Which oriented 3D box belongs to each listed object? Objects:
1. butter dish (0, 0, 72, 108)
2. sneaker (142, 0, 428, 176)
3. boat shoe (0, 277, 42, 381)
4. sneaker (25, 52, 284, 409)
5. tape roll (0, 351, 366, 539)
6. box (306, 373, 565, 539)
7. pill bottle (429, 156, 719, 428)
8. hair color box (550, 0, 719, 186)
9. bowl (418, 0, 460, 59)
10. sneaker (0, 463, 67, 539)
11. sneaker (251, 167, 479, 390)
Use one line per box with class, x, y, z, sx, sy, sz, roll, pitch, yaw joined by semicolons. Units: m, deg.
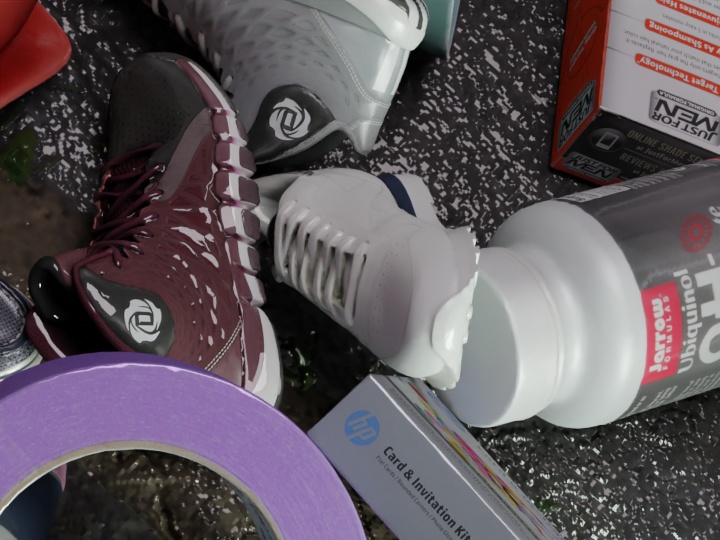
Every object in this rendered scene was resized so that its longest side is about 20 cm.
butter dish;-0.212;-0.173;1.311;0.200;0.148;0.199;43;31;3
sneaker;-0.073;-0.106;1.413;0.199;0.116;0.075;20;7;21
boat shoe;-0.220;-0.008;1.257;0.199;0.093;0.075;17;54;-17
sneaker;-0.105;-0.018;1.320;0.115;0.076;0.201;9;55;-43
tape roll;-0.097;0.135;1.185;0.199;0.066;0.201;0;92;-12
box;0.053;0.115;1.274;0.041;0.200;0.156;-42;83;2
pill bottle;0.127;0.013;1.417;0.199;0.111;0.111;-15;68;-34
hair color box;0.164;-0.131;1.560;0.101;0.061;0.201;21;52;-15
bowl;0.011;-0.214;1.466;0.105;0.201;0.201;11;54;2
sneaker;-0.213;0.054;1.239;0.200;0.070;0.082;38;53;-12
sneaker;0.000;0.000;1.337;0.080;0.077;0.200;13;10;-17
